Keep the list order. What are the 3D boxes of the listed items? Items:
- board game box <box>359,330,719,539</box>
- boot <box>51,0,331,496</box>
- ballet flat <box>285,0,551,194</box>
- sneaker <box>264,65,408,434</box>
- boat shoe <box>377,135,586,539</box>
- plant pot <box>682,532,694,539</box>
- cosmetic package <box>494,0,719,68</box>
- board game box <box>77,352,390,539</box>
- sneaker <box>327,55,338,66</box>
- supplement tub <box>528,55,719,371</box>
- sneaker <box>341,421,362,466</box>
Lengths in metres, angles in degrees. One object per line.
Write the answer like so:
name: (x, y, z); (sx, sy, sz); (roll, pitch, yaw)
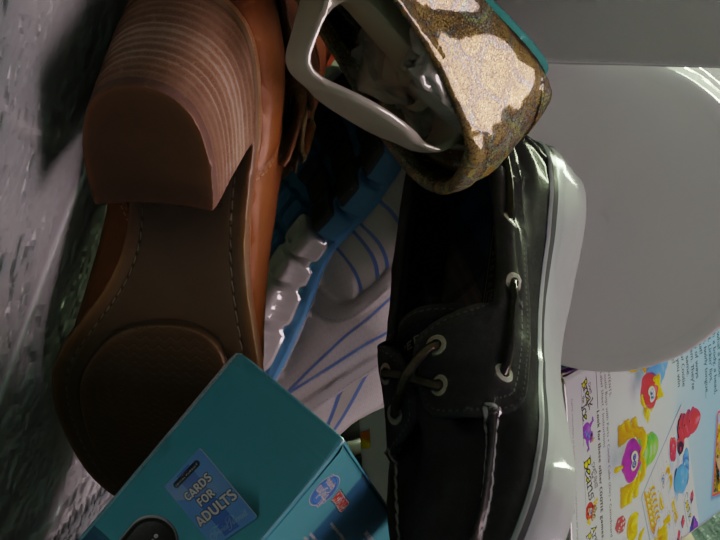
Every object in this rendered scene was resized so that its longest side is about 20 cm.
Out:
board game box: (0.096, 0.061, 1.107); (0.200, 0.102, 0.106); (-23, 115, -52)
boot: (-0.046, -0.026, 0.878); (0.155, 0.073, 0.201); (-67, 168, -51)
ballet flat: (-0.013, -0.098, 0.792); (0.200, 0.070, 0.071); (46, 49, -31)
sneaker: (0.000, 0.000, 0.944); (0.201, 0.086, 0.075); (-59, -154, 21)
boat shoe: (0.032, 0.031, 0.837); (0.057, 0.068, 0.201); (37, 45, -32)
plant pot: (0.013, 0.196, 1.154); (0.177, 0.199, 0.201); (-4, 108, -64)
cosmetic package: (0.074, -0.198, 0.894); (0.201, 0.165, 0.168); (68, 35, -43)
board game box: (-0.074, 0.133, 0.809); (0.200, 0.047, 0.151); (-49, 163, -8)
sneaker: (0.012, -0.102, 1.050); (0.093, 0.070, 0.201); (-55, 159, -73)
supplement tub: (0.106, -0.048, 1.029); (0.200, 0.144, 0.146); (-60, 161, -70)
sneaker: (-0.005, 0.025, 1.181); (0.200, 0.071, 0.083); (-60, 137, -57)
